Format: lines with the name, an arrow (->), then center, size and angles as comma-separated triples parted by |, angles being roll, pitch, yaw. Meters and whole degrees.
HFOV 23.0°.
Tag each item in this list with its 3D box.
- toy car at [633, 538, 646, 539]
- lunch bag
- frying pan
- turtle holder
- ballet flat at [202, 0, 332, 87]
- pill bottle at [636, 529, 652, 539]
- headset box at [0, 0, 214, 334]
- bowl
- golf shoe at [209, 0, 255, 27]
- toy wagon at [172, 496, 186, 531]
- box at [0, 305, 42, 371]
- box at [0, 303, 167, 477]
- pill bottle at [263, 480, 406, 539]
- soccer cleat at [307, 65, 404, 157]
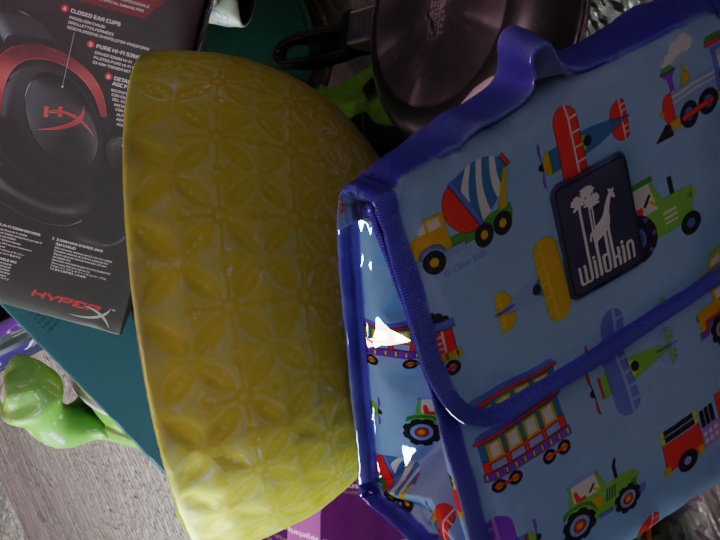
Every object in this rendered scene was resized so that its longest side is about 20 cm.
toy car -> 0.119, 0.241, 0.697 | 0.158, 0.200, 0.164 | 15, 133, 22
lunch bag -> 0.068, -0.001, 0.614 | 0.094, 0.150, 0.200 | 40, 152, 45
frying pan -> 0.021, -0.109, 0.687 | 0.190, 0.031, 0.115 | 36, 110, 49
turtle holder -> -0.135, 0.038, 1.124 | 0.132, 0.185, 0.141 | 81, -179, -50
ballet flat -> -0.065, -0.138, 0.918 | 0.200, 0.071, 0.065 | 51, -174, 34
pill bottle -> 0.082, 0.133, 0.827 | 0.110, 0.109, 0.200 | 40, 152, 46
headset box -> -0.151, -0.088, 0.797 | 0.075, 0.148, 0.200 | -83, 9, -61
bowl -> -0.021, 0.006, 0.704 | 0.200, 0.107, 0.201 | -7, -90, -87
golf shoe -> -0.101, -0.140, 0.837 | 0.200, 0.078, 0.097 | -40, 90, 28
toy wagon -> -0.054, 0.149, 1.055 | 0.200, 0.040, 0.155 | -15, 120, 50
box -> -0.207, -0.007, 1.220 | 0.079, 0.200, 0.141 | 59, 161, 6
box -> -0.128, 0.045, 0.967 | 0.200, 0.049, 0.082 | 41, -178, 26
pill bottle -> -0.001, 0.129, 0.905 | 0.112, 0.112, 0.200 | 35, 129, 51
soccer cleat -> 0.024, -0.057, 0.776 | 0.081, 0.068, 0.200 | 44, 153, -20
